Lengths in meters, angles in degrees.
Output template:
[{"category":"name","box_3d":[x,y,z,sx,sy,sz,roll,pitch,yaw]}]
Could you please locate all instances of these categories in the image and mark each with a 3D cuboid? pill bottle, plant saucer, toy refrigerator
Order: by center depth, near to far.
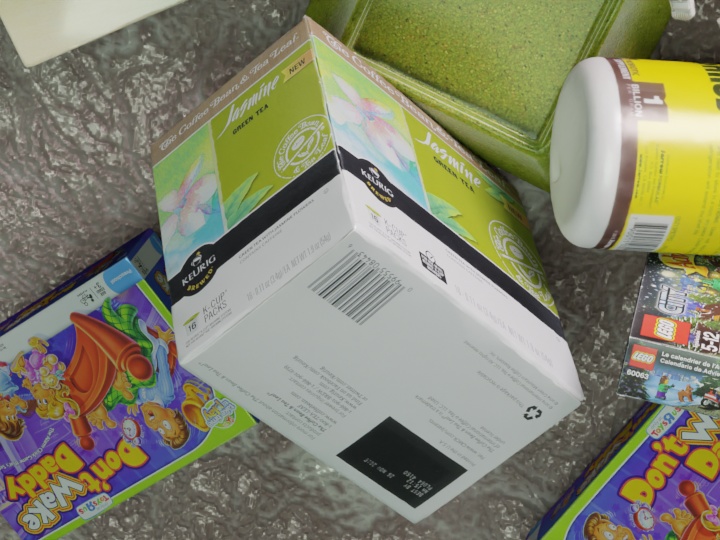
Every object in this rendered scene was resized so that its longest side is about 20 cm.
[{"category":"pill bottle","box_3d":[0.215,-0.062,1.371,0.200,0.109,0.109,3,111,-11]},{"category":"plant saucer","box_3d":[0.078,-0.160,1.413,0.200,0.048,0.200,26,112,1]},{"category":"toy refrigerator","box_3d":[-0.117,-0.195,1.425,0.200,0.076,0.070,-21,104,18]}]

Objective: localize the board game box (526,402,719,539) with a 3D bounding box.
[{"category":"board game box","box_3d":[0.213,0.145,1.486,0.134,0.045,0.200,37,112,-3]}]

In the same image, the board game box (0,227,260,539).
[{"category":"board game box","box_3d":[-0.172,0.079,1.531,0.200,0.045,0.134,-31,104,27]}]

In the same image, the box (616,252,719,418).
[{"category":"box","box_3d":[0.225,0.026,1.366,0.136,0.200,0.038,14,116,6]}]

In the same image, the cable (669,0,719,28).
[{"category":"cable","box_3d":[0.236,-0.251,1.322,0.200,0.069,0.200,-19,106,1]}]

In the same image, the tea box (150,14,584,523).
[{"category":"tea box","box_3d":[0.000,0.000,1.370,0.134,0.197,0.200,-38,128,20]}]
